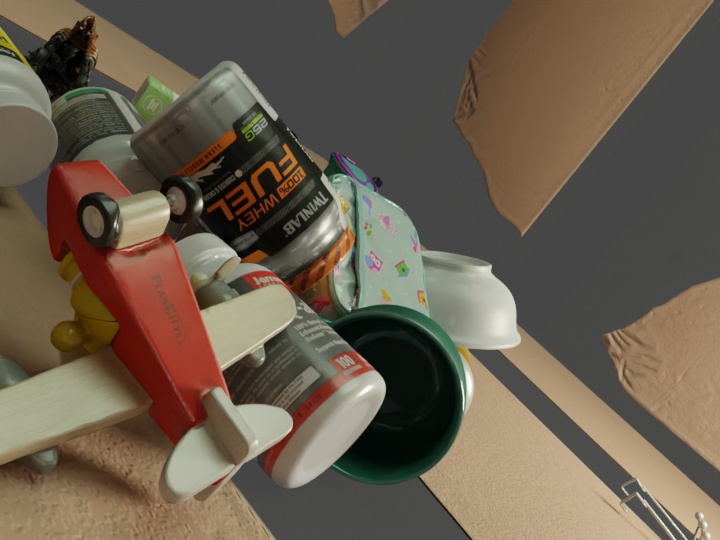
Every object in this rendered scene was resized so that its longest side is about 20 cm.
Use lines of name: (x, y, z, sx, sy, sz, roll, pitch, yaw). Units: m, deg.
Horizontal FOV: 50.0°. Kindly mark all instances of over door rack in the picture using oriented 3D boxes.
over door rack: (0.542, 0.433, 1.315, 0.200, 0.067, 0.148, 41, 10, 18)

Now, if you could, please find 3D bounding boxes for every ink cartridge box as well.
ink cartridge box: (-0.249, -0.169, 1.106, 0.200, 0.117, 0.067, 33, 10, -26)

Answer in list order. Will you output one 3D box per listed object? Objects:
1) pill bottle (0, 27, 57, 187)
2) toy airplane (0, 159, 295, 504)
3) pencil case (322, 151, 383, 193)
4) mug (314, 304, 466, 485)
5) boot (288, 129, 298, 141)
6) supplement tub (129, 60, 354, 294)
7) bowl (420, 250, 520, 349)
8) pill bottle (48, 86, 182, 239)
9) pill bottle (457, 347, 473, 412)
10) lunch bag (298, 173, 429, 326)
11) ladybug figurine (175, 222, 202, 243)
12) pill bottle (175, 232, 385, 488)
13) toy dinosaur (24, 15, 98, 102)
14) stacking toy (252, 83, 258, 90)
pill bottle: (-0.356, -0.163, 0.714, 0.200, 0.111, 0.111, 45, 12, 34)
toy airplane: (-0.136, 0.053, 0.485, 0.200, 0.141, 0.200, 34, 50, -34)
pencil case: (-0.060, -0.066, 1.078, 0.085, 0.200, 0.093, 28, 24, -29)
mug: (0.017, 0.093, 0.720, 0.114, 0.152, 0.186, -13, 81, -80)
boot: (-0.153, -0.094, 1.141, 0.079, 0.211, 0.158, 31, -29, 12)
supplement tub: (-0.101, -0.078, 0.707, 0.200, 0.122, 0.123, 50, 6, -18)
bowl: (0.110, 0.028, 0.968, 0.200, 0.091, 0.201, 10, 9, -2)
pill bottle: (-0.255, -0.102, 0.793, 0.113, 0.113, 0.200, 29, 13, -43)
pill bottle: (0.081, 0.131, 0.944, 0.113, 0.113, 0.200, 38, 10, 0)
lunch bag: (0.000, 0.000, 0.850, 0.160, 0.077, 0.200, 30, 43, -39)
ladybug figurine: (-0.128, 0.014, 0.798, 0.200, 0.072, 0.136, 27, 31, -56)
pill bottle: (-0.086, 0.067, 0.625, 0.200, 0.116, 0.116, 42, 10, 20)
toy dinosaur: (-0.386, -0.270, 0.997, 0.102, 0.136, 0.200, 22, -31, -5)
stacking toy: (-0.208, -0.171, 0.980, 0.146, 0.200, 0.146, 45, 17, -18)
